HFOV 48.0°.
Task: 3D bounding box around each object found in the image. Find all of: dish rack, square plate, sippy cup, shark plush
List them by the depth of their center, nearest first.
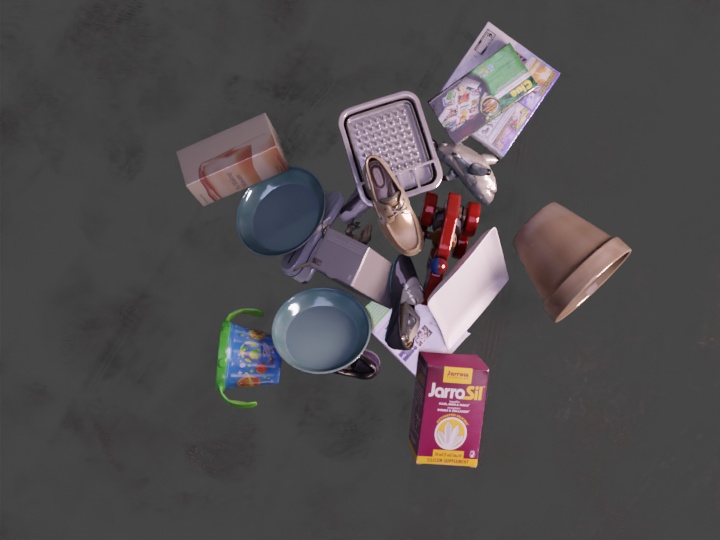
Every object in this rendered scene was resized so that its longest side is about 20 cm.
[{"bbox_3d":[0.207,0.034,1.568,0.028,0.201,0.198,35,76,33],"label":"square plate"},{"bbox_3d":[0.057,-0.234,1.580,0.168,0.044,0.204,-17,85,-3],"label":"dish rack"},{"bbox_3d":[0.189,-0.208,1.632,0.196,0.091,0.084,23,123,-3],"label":"shark plush"},{"bbox_3d":[-0.223,0.176,1.633,0.127,0.140,0.182,5,101,-9],"label":"sippy cup"}]

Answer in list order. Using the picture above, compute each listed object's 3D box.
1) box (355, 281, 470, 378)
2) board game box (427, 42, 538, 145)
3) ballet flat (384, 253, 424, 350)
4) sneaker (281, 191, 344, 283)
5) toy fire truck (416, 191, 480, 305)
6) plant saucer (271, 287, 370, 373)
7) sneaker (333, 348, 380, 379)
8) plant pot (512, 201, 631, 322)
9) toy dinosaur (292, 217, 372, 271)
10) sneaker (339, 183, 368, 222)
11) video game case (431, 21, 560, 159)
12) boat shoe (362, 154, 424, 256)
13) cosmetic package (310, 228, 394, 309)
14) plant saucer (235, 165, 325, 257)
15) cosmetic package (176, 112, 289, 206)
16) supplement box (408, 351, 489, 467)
[{"bbox_3d":[0.107,0.111,1.658,0.200,0.036,0.145,44,93,0],"label":"box"},{"bbox_3d":[0.241,-0.347,1.597,0.198,0.023,0.106,-34,84,5],"label":"board game box"},{"bbox_3d":[0.092,0.068,1.580,0.071,0.073,0.204,7,114,2],"label":"ballet flat"},{"bbox_3d":[-0.089,-0.067,1.650,0.072,0.071,0.202,22,75,45],"label":"sneaker"},{"bbox_3d":[0.157,-0.044,1.563,0.110,0.201,0.171,12,59,-1],"label":"toy fire truck"},{"bbox_3d":[-0.077,0.125,1.605,0.195,0.036,0.203,-1,52,1],"label":"plant saucer"},{"bbox_3d":[-0.055,0.172,1.640,0.195,0.088,0.078,13,92,3],"label":"sneaker"},{"bbox_3d":[0.395,-0.030,1.579,0.200,0.200,0.174,-43,72,3],"label":"plant pot"},{"bbox_3d":[-0.044,-0.058,1.598,0.197,0.089,0.048,-24,55,-27],"label":"toy dinosaur"},{"bbox_3d":[0.007,-0.197,1.634,0.114,0.076,0.200,44,84,2],"label":"sneaker"},{"bbox_3d":[0.271,-0.361,1.628,0.180,0.045,0.202,36,93,6],"label":"video game case"},{"bbox_3d":[0.058,-0.122,1.510,0.071,0.065,0.203,-24,84,1],"label":"boat shoe"},{"bbox_3d":[0.000,0.000,1.560,0.105,0.200,0.092,25,84,27],"label":"cosmetic package"},{"bbox_3d":[-0.156,-0.114,1.630,0.196,0.036,0.204,-8,65,17],"label":"plant saucer"},{"bbox_3d":[-0.254,-0.221,1.623,0.196,0.104,0.089,-23,68,5],"label":"cosmetic package"},{"bbox_3d":[0.173,0.274,1.605,0.128,0.103,0.205,4,99,-7],"label":"supplement box"}]
